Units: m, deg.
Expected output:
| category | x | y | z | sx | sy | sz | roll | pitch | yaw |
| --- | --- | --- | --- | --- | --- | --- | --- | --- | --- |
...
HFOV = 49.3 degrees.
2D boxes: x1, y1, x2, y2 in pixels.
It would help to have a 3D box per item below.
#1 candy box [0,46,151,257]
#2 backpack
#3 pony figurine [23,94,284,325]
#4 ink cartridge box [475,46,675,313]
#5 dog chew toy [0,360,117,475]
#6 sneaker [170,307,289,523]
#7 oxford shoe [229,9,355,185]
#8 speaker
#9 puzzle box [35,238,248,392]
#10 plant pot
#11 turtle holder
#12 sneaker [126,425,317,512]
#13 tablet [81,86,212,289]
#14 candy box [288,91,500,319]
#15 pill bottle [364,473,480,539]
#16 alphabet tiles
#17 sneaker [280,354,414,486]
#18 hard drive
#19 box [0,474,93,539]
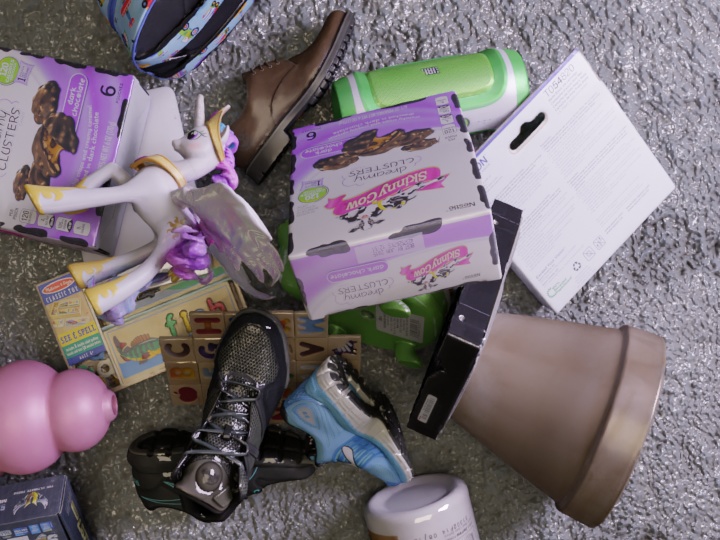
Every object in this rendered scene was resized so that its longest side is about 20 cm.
| category | x | y | z | sx | sy | sz | roll | pitch | yaw |
| --- | --- | --- | --- | --- | --- | --- | --- | --- | --- |
| candy box | -0.325 | -0.119 | 0.765 | 0.196 | 0.072 | 0.171 | 12 | 84 | 0 |
| backpack | -0.171 | -0.293 | 0.750 | 0.134 | 0.183 | 0.201 | 40 | 99 | 3 |
| pony figurine | -0.163 | -0.041 | 0.700 | 0.198 | 0.166 | 0.195 | -31 | 88 | -21 |
| ink cartridge box | 0.213 | -0.094 | 0.841 | 0.200 | 0.041 | 0.200 | -44 | 109 | -4 |
| dog chew toy | -0.336 | 0.144 | 0.758 | 0.195 | 0.125 | 0.127 | -6 | 92 | -3 |
| sneaker | -0.115 | 0.139 | 0.708 | 0.075 | 0.114 | 0.203 | 19 | 100 | -5 |
| oxford shoe | -0.078 | -0.195 | 0.809 | 0.084 | 0.073 | 0.201 | 36 | 87 | -4 |
| speaker | 0.072 | -0.177 | 0.820 | 0.196 | 0.088 | 0.090 | -12 | 93 | -6 |
| puzzle box | -0.221 | 0.039 | 0.821 | 0.197 | 0.025 | 0.135 | -22 | 93 | -5 |
| plant pot | 0.191 | 0.128 | 0.802 | 0.171 | 0.200 | 0.203 | 23 | 89 | 10 |
| turtle holder | 0.008 | 0.007 | 0.803 | 0.141 | 0.183 | 0.133 | 51 | 49 | -38 |
| sneaker | -0.142 | 0.210 | 0.821 | 0.195 | 0.076 | 0.081 | 0 | 105 | 0 |
| tablet | -0.234 | -0.080 | 0.807 | 0.127 | 0.014 | 0.204 | -14 | 83 | -4 |
| candy box | 0.024 | -0.065 | 0.698 | 0.164 | 0.202 | 0.072 | -12 | 129 | 6 |
| pill bottle | 0.079 | 0.329 | 0.817 | 0.112 | 0.114 | 0.204 | -14 | 93 | -6 |
| alphabet tiles | -0.097 | 0.101 | 0.789 | 0.195 | 0.006 | 0.169 | 0 | 133 | -3 |
| sneaker | -0.013 | 0.164 | 0.800 | 0.089 | 0.079 | 0.201 | -29 | 130 | 11 |
| hard drive | 0.103 | 0.044 | 0.754 | 0.037 | 0.201 | 0.141 | 21 | 133 | 5 |
| box | -0.364 | 0.286 | 0.762 | 0.196 | 0.051 | 0.160 | -8 | 127 | -6 |
